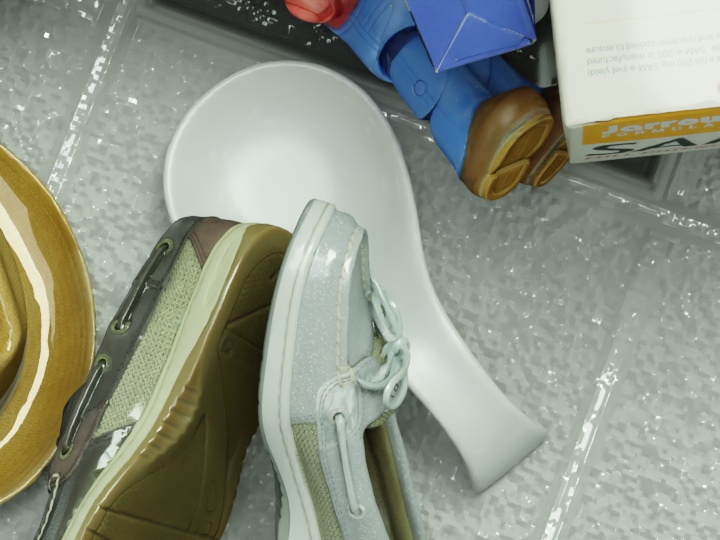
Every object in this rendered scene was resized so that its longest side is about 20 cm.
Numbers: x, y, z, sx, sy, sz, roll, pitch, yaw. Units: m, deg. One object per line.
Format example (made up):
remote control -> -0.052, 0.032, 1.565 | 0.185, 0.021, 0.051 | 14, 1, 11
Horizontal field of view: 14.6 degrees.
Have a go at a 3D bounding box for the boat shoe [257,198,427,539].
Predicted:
boat shoe -> 0.000, 0.065, 1.094 | 0.064, 0.075, 0.203 | 2, 117, 10

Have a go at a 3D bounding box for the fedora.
fedora -> -0.195, 0.007, 1.124 | 0.199, 0.082, 0.202 | 5, 75, -18

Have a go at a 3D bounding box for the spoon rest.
spoon rest -> 0.000, 0.000, 1.150 | 0.099, 0.061, 0.200 | -40, 81, -2

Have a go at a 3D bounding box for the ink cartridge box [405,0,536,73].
ink cartridge box -> 0.033, -0.174, 1.088 | 0.044, 0.094, 0.200 | -15, 36, 14

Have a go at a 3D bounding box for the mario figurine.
mario figurine -> 0.014, -0.126, 1.136 | 0.106, 0.124, 0.200 | -45, 74, -8

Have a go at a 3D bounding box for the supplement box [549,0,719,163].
supplement box -> 0.125, -0.147, 1.015 | 0.125, 0.074, 0.201 | -5, 81, 4

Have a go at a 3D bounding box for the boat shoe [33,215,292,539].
boat shoe -> -0.086, 0.070, 1.112 | 0.065, 0.073, 0.201 | 16, 71, 41
